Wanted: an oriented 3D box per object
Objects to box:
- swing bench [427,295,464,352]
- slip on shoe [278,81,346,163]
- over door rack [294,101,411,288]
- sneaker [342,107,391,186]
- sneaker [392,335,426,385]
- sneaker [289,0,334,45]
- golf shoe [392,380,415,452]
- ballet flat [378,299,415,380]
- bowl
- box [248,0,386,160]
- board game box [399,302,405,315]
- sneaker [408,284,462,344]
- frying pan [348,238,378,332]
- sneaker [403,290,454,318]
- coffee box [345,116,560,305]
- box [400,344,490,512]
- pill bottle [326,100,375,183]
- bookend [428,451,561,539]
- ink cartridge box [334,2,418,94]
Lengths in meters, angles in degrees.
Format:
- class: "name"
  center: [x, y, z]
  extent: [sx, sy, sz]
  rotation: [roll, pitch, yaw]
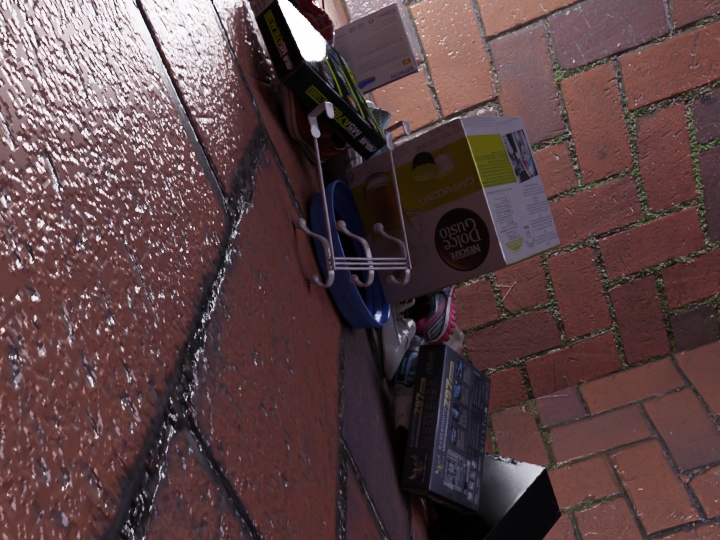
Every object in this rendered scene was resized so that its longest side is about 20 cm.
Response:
- class: "swing bench"
  center: [0.129, 0.090, 1.451]
  extent: [0.199, 0.127, 0.204]
  rotation: [48, 26, -71]
- class: "slip on shoe"
  center: [-0.067, -0.209, 1.033]
  extent: [0.200, 0.060, 0.076]
  rotation: [44, 31, -70]
- class: "over door rack"
  center: [-0.006, -0.083, 0.884]
  extent: [0.146, 0.066, 0.206]
  rotation: [-1, 89, -46]
- class: "sneaker"
  center: [0.021, -0.159, 1.141]
  extent: [0.078, 0.089, 0.205]
  rotation: [177, -92, -79]
- class: "sneaker"
  center: [0.079, 0.170, 1.234]
  extent: [0.200, 0.071, 0.084]
  rotation: [59, 41, -64]
- class: "sneaker"
  center: [-0.081, -0.396, 1.219]
  extent: [0.075, 0.079, 0.204]
  rotation: [64, 11, -58]
- class: "golf shoe"
  center: [0.091, 0.262, 1.113]
  extent: [0.202, 0.077, 0.098]
  rotation: [62, 31, -30]
- class: "ballet flat"
  center: [0.054, 0.066, 1.143]
  extent: [0.070, 0.068, 0.204]
  rotation: [56, 26, -60]
- class: "bowl"
  center: [-0.013, -0.019, 1.001]
  extent: [0.200, 0.039, 0.205]
  rotation: [-19, 91, -76]
- class: "box"
  center: [-0.059, -0.273, 1.012]
  extent: [0.193, 0.047, 0.203]
  rotation: [37, 24, -49]
- class: "board game box"
  center: [0.077, -0.013, 1.275]
  extent: [0.153, 0.039, 0.205]
  rotation: [-47, 151, -80]
- class: "sneaker"
  center: [0.121, 0.016, 1.217]
  extent: [0.074, 0.080, 0.205]
  rotation: [21, 66, -41]
- class: "frying pan"
  center: [-0.004, -0.003, 1.136]
  extent: [0.115, 0.030, 0.194]
  rotation: [26, 44, -76]
- class: "sneaker"
  center: [0.123, 0.043, 1.295]
  extent: [0.074, 0.078, 0.204]
  rotation: [99, 10, -71]
- class: "coffee box"
  center: [0.134, -0.086, 1.050]
  extent: [0.198, 0.197, 0.202]
  rotation: [-16, 88, -54]
- class: "box"
  center: [0.127, 0.228, 1.064]
  extent: [0.157, 0.050, 0.205]
  rotation: [37, 55, -48]
- class: "pill bottle"
  center: [0.003, -0.166, 1.229]
  extent: [0.109, 0.106, 0.205]
  rotation: [-12, 84, -81]
- class: "bookend"
  center: [0.167, 0.380, 1.140]
  extent: [0.199, 0.197, 0.094]
  rotation: [-35, 111, -35]
- class: "ink cartridge box"
  center: [-0.006, -0.341, 1.240]
  extent: [0.044, 0.192, 0.203]
  rotation: [57, 17, -50]
